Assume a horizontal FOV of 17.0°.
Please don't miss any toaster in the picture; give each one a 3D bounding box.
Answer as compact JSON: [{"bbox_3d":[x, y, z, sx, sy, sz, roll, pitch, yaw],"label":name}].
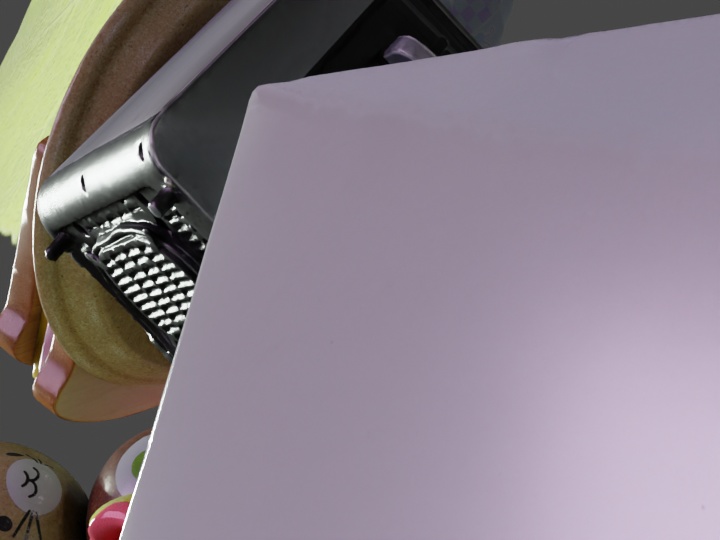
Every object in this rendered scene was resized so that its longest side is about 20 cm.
[{"bbox_3d":[0.000,0.000,0.786,0.119,0.181,0.200,-47,10,-17],"label":"toaster"}]

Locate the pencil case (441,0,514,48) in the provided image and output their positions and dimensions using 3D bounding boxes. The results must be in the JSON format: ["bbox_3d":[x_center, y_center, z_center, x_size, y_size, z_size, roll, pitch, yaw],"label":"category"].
[{"bbox_3d":[-0.006,-0.053,1.050,0.202,0.090,0.083,-69,17,3],"label":"pencil case"}]

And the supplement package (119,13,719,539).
[{"bbox_3d":[0.059,0.072,0.519,0.190,0.147,0.202,-3,65,47],"label":"supplement package"}]

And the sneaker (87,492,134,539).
[{"bbox_3d":[-0.087,0.155,0.789,0.078,0.090,0.202,20,95,32],"label":"sneaker"}]

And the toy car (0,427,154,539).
[{"bbox_3d":[-0.151,0.116,1.113,0.158,0.199,0.165,-55,22,39],"label":"toy car"}]

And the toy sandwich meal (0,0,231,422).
[{"bbox_3d":[-0.071,-0.043,0.926,0.070,0.205,0.207,25,95,32],"label":"toy sandwich meal"}]
